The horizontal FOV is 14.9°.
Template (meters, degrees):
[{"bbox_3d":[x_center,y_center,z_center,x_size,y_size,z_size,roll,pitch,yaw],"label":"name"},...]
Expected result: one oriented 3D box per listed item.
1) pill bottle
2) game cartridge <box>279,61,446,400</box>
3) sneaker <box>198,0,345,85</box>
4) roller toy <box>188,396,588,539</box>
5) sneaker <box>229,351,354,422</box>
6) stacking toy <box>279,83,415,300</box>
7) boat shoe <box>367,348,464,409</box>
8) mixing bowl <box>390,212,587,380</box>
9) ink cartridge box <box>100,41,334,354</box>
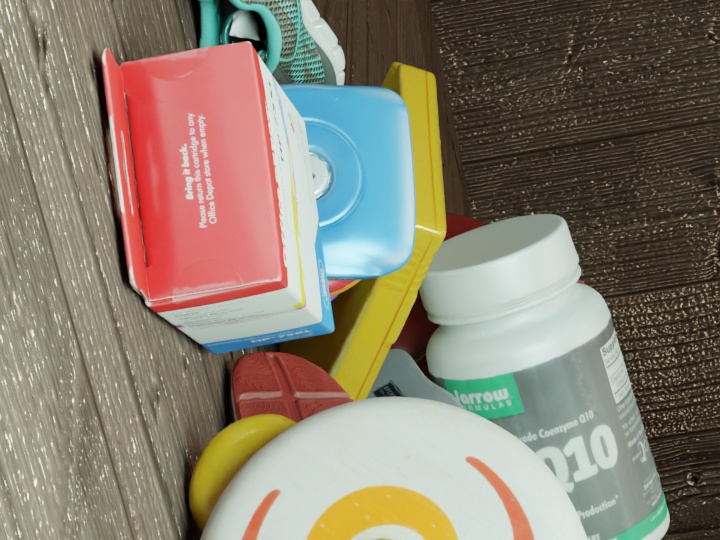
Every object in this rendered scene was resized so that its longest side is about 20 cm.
[{"bbox_3d":[0.104,0.076,1.634,0.113,0.113,0.200,-78,150,-75],"label":"pill bottle"},{"bbox_3d":[0.000,0.000,1.587,0.176,0.032,0.200,-91,-156,-53],"label":"game cartridge"},{"bbox_3d":[-0.062,-0.128,1.574,0.200,0.077,0.091,75,29,-49],"label":"sneaker"},{"bbox_3d":[0.019,0.155,1.256,0.140,0.182,0.200,68,14,-63],"label":"roller toy"},{"bbox_3d":[-0.036,0.144,1.430,0.116,0.078,0.200,-63,-145,36],"label":"sneaker"},{"bbox_3d":[-0.037,-0.019,1.512,0.200,0.116,0.110,108,-18,-72],"label":"stacking toy"},{"bbox_3d":[0.033,0.106,1.582,0.200,0.073,0.065,-108,174,-69],"label":"boat shoe"},{"bbox_3d":[0.040,0.035,1.784,0.108,0.200,0.200,53,-5,21],"label":"mixing bowl"},{"bbox_3d":[-0.066,-0.035,1.307,0.200,0.067,0.117,51,30,-78],"label":"ink cartridge box"}]
